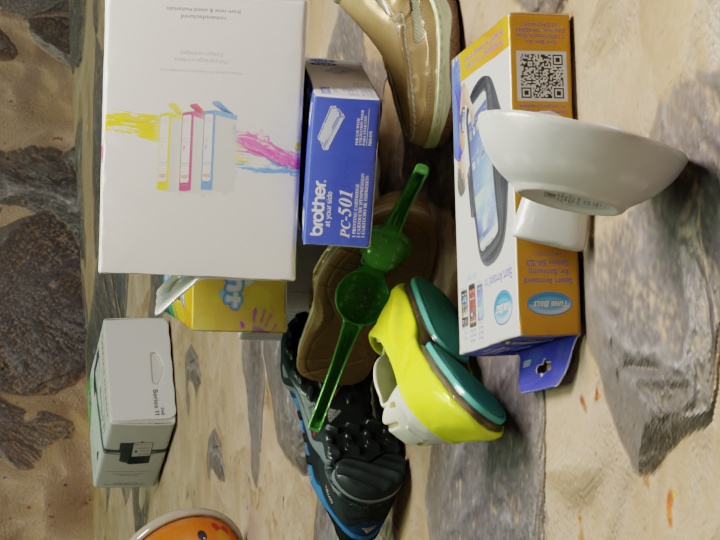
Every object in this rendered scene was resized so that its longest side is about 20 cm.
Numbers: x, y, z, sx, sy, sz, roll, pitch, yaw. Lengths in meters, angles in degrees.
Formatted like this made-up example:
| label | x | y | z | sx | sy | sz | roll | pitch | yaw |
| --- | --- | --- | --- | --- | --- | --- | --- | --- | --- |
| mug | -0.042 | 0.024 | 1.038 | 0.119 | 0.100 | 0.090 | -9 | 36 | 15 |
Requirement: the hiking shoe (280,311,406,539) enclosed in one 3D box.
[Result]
| label | x | y | z | sx | sy | sz | roll | pitch | yaw |
| --- | --- | --- | --- | --- | --- | --- | --- | --- | --- |
| hiking shoe | -0.022 | 0.113 | 1.622 | 0.200 | 0.074 | 0.087 | -104 | 20 | -47 |

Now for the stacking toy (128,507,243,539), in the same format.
| label | x | y | z | sx | sy | sz | roll | pitch | yaw |
| --- | --- | --- | --- | --- | --- | --- | --- | --- | --- |
| stacking toy | -0.138 | 0.333 | 2.099 | 0.200 | 0.146 | 0.147 | 45 | 137 | 45 |

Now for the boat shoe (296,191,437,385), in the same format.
| label | x | y | z | sx | sy | sz | roll | pitch | yaw |
| --- | --- | --- | --- | --- | --- | --- | --- | --- | --- |
| boat shoe | 0.000 | 0.000 | 1.529 | 0.200 | 0.073 | 0.069 | 120 | 157 | -49 |

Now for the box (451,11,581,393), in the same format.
| label | x | y | z | sx | sy | sz | roll | pitch | yaw |
| --- | --- | --- | --- | --- | --- | --- | --- | --- | --- |
| box | 0.085 | -0.033 | 1.240 | 0.119 | 0.041 | 0.201 | 149 | 122 | -75 |

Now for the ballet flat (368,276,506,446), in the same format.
| label | x | y | z | sx | sy | sz | roll | pitch | yaw |
| --- | --- | --- | --- | --- | --- | --- | --- | --- | --- |
| ballet flat | 0.040 | 0.069 | 1.357 | 0.067 | 0.067 | 0.200 | -47 | 21 | 11 |

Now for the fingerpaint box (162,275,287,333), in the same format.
| label | x | y | z | sx | sy | sz | roll | pitch | yaw |
| --- | --- | --- | --- | --- | --- | --- | --- | --- | --- |
| fingerpaint box | -0.099 | -0.061 | 1.607 | 0.167 | 0.073 | 0.201 | -161 | 72 | -77 |

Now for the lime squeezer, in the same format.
| label | x | y | z | sx | sy | sz | roll | pitch | yaw |
| --- | --- | --- | --- | --- | --- | --- | --- | --- | --- |
| lime squeezer | 0.004 | 0.004 | 1.429 | 0.071 | 0.038 | 0.200 | -41 | -23 | -62 |

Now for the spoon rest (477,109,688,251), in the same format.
| label | x | y | z | sx | sy | sz | roll | pitch | yaw |
| --- | --- | --- | --- | --- | --- | --- | --- | --- | --- |
| spoon rest | 0.102 | -0.054 | 1.079 | 0.200 | 0.099 | 0.061 | 94 | -172 | -82 |

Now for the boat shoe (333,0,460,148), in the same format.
| label | x | y | z | sx | sy | sz | roll | pitch | yaw |
| --- | --- | --- | --- | --- | --- | --- | --- | --- | --- |
| boat shoe | 0.018 | -0.174 | 1.443 | 0.072 | 0.076 | 0.201 | 126 | 141 | -65 |

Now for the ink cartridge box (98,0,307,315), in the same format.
| label | x | y | z | sx | sy | sz | roll | pitch | yaw |
| --- | --- | --- | --- | --- | --- | --- | --- | --- | --- |
| ink cartridge box | -0.101 | -0.076 | 1.415 | 0.129 | 0.125 | 0.201 | -111 | 23 | -81 |

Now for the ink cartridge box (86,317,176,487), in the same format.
| label | x | y | z | sx | sy | sz | roll | pitch | yaw |
| --- | --- | --- | --- | --- | --- | --- | --- | --- | --- |
| ink cartridge box | -0.284 | 0.164 | 2.739 | 0.200 | 0.083 | 0.147 | 114 | 152 | -58 |

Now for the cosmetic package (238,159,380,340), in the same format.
| label | x | y | z | sx | sy | sz | roll | pitch | yaw |
| --- | --- | --- | --- | --- | --- | --- | --- | --- | --- |
| cosmetic package | -0.043 | -0.034 | 1.699 | 0.200 | 0.081 | 0.113 | 112 | 156 | -60 |

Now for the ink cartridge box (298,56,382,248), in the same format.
| label | x | y | z | sx | sy | sz | roll | pitch | yaw |
| --- | --- | --- | --- | --- | --- | --- | --- | --- | --- |
| ink cartridge box | -0.017 | -0.080 | 1.439 | 0.200 | 0.044 | 0.094 | -109 | 23 | -78 |
